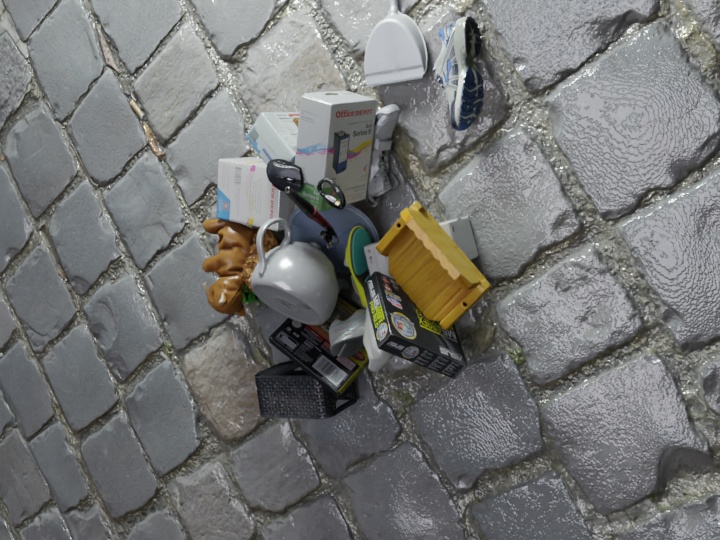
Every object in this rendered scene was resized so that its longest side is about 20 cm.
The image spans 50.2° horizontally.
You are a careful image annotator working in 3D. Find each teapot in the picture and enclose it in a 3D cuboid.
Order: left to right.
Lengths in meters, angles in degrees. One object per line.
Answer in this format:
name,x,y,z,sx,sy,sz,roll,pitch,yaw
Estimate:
teapot,-0.124,0.006,1.572,0.193,0.201,0.149,24,70,3

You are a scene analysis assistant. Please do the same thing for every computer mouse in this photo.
computer mouse,-0.107,-0.158,1.421,0.197,0.034,0.060,25,117,32

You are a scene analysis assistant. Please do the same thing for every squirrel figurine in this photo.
squirrel figurine,-0.259,0.002,1.695,0.194,0.142,0.192,1,67,21

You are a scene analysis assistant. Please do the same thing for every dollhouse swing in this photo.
dollhouse swing,0.109,0.003,1.356,0.201,0.175,0.182,49,119,10

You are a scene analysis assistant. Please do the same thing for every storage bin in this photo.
storage bin,-0.120,0.257,1.685,0.196,0.134,0.097,-6,96,32

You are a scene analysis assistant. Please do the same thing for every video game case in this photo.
video game case,-0.063,0.142,1.619,0.198,0.181,0.026,34,152,22

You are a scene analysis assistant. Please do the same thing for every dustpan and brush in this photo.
dustpan and brush,0.065,-0.474,1.504,0.136,0.057,0.206,-1,104,30

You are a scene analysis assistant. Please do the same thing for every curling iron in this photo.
curling iron,-0.087,-0.101,1.421,0.025,0.200,0.050,-27,55,8

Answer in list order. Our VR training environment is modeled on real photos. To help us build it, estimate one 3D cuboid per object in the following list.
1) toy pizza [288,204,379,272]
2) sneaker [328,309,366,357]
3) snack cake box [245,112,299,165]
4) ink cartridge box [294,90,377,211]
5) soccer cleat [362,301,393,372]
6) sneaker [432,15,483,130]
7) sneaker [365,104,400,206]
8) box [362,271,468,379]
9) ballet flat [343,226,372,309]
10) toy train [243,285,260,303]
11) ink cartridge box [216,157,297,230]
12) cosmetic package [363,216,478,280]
toy pizza,-0.056,-0.076,1.600,0.194,0.032,0.203,8,137,7
sneaker,0.026,0.110,1.578,0.195,0.081,0.071,-14,136,-3
snack cake box,-0.126,-0.257,1.564,0.116,0.198,0.067,51,121,13
ink cartridge box,-0.050,-0.232,1.471,0.086,0.144,0.206,20,114,33
soccer cleat,0.033,0.107,1.494,0.068,0.202,0.078,23,124,-16
sneaker,0.179,-0.364,1.442,0.084,0.076,0.207,4,93,41
sneaker,0.041,-0.227,1.543,0.115,0.075,0.201,49,124,15
box,0.103,0.103,1.454,0.044,0.197,0.162,-46,36,28
ballet flat,0.000,0.000,1.584,0.066,0.066,0.204,13,131,46
toy train,-0.260,0.047,1.796,0.196,0.041,0.058,-8,84,32
ink cartridge box,-0.198,-0.167,1.669,0.196,0.124,0.132,13,105,28
cosmetic package,0.118,-0.038,1.506,0.196,0.107,0.087,-13,92,34
